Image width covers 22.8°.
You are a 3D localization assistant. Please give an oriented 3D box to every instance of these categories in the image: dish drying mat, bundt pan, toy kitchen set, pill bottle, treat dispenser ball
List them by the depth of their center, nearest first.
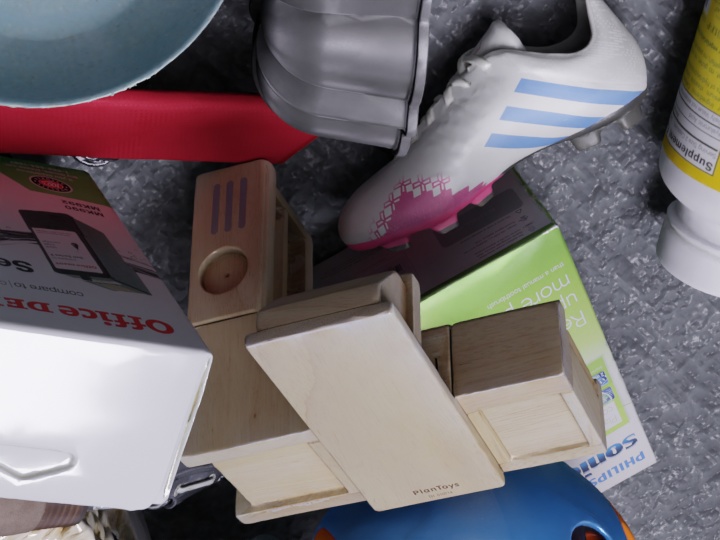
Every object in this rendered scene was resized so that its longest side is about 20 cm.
[{"bbox_3d":[-0.014,-0.155,0.850,0.075,0.202,0.203,0,120,-7],"label":"bundt pan"},{"bbox_3d":[0.000,0.000,0.890,0.198,0.182,0.163,-13,143,17],"label":"toy kitchen set"},{"bbox_3d":[-0.112,-0.076,0.904,0.199,0.018,0.077,0,164,-32],"label":"dish drying mat"},{"bbox_3d":[0.061,0.193,0.976,0.199,0.201,0.202,-9,122,-15],"label":"treat dispenser ball"},{"bbox_3d":[0.236,-0.088,1.027,0.110,0.111,0.201,1,120,-21],"label":"pill bottle"}]

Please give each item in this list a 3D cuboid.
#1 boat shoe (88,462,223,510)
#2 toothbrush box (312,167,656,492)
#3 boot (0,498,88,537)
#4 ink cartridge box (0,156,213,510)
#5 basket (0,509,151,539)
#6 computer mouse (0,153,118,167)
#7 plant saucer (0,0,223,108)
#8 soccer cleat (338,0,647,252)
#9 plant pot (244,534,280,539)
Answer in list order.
[{"bbox_3d":[-0.107,0.098,0.989,0.068,0.071,0.200,-62,162,11],"label":"boat shoe"},{"bbox_3d":[0.073,0.060,1.072,0.145,0.086,0.201,-28,126,-2],"label":"toothbrush box"},{"bbox_3d":[-0.224,0.071,0.879,0.145,0.200,0.071,16,100,-36],"label":"boot"},{"bbox_3d":[-0.173,0.019,0.835,0.145,0.200,0.085,9,112,-31],"label":"ink cartridge box"},{"bbox_3d":[-0.227,0.171,1.001,0.199,0.136,0.124,-29,121,-1],"label":"basket"},{"bbox_3d":[-0.215,-0.041,0.933,0.200,0.044,0.110,-46,129,3],"label":"computer mouse"},{"bbox_3d":[-0.152,-0.173,0.838,0.199,0.039,0.203,1,84,-8],"label":"plant saucer"},{"bbox_3d":[0.064,-0.087,1.000,0.199,0.070,0.087,-30,109,-4],"label":"soccer cleat"},{"bbox_3d":[-0.099,0.269,1.053,0.133,0.201,0.201,-13,126,14],"label":"plant pot"}]
